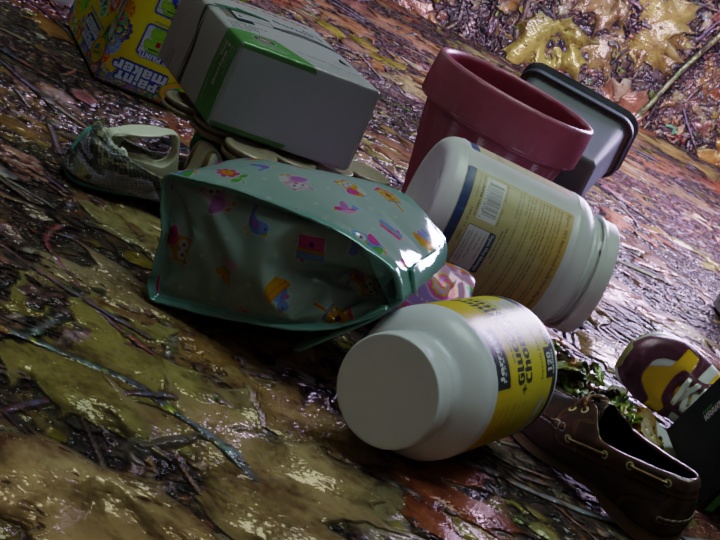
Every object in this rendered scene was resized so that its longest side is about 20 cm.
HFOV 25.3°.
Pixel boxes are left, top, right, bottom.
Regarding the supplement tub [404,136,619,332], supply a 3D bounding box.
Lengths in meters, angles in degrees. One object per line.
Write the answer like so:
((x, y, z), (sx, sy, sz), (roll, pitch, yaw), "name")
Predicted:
((0.144, -0.032, 1.606), (0.199, 0.145, 0.145), (25, 16, -13), "supplement tub")

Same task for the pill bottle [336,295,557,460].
((0.063, 0.079, 1.181), (0.112, 0.113, 0.200), (34, 17, 21), "pill bottle")

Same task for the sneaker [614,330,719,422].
((0.327, 0.127, 1.513), (0.199, 0.075, 0.090), (29, 11, -31), "sneaker")

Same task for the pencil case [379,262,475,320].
((0.000, 0.000, 1.385), (0.199, 0.088, 0.087), (27, 16, -3), "pencil case")

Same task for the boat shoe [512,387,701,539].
((0.192, 0.136, 1.285), (0.070, 0.071, 0.200), (-15, 40, -41), "boat shoe")

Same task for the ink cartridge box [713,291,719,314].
((0.607, 0.027, 2.147), (0.199, 0.177, 0.084), (27, 16, -5), "ink cartridge box")

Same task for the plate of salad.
((0.204, 0.109, 1.445), (0.199, 0.048, 0.200), (26, 17, -8), "plate of salad")

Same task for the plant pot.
((0.140, -0.130, 1.839), (0.199, 0.180, 0.200), (25, 16, -8), "plant pot")

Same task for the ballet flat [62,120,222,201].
((-0.160, -0.085, 1.398), (0.199, 0.072, 0.072), (17, 19, -36), "ballet flat")

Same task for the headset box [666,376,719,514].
((0.394, 0.141, 1.405), (0.199, 0.174, 0.093), (20, 36, -29), "headset box")

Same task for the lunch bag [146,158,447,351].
((-0.039, -0.013, 1.233), (0.198, 0.123, 0.170), (13, 12, 13), "lunch bag")

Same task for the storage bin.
((0.291, -0.192, 2.411), (0.199, 0.146, 0.134), (32, 43, 11), "storage bin")

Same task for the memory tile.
((-0.077, -0.117, 1.475), (0.199, 0.017, 0.153), (7, 24, -46), "memory tile")

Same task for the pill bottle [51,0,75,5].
((-0.380, -0.389, 1.892), (0.110, 0.111, 0.200), (14, 21, -41), "pill bottle")

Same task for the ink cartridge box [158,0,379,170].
((-0.089, -0.182, 1.479), (0.145, 0.085, 0.200), (17, 18, -28), "ink cartridge box")

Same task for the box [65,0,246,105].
((-0.217, -0.307, 1.762), (0.121, 0.194, 0.200), (20, 17, -28), "box")

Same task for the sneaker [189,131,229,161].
((-0.081, -0.079, 1.528), (0.199, 0.075, 0.083), (30, 29, 15), "sneaker")
